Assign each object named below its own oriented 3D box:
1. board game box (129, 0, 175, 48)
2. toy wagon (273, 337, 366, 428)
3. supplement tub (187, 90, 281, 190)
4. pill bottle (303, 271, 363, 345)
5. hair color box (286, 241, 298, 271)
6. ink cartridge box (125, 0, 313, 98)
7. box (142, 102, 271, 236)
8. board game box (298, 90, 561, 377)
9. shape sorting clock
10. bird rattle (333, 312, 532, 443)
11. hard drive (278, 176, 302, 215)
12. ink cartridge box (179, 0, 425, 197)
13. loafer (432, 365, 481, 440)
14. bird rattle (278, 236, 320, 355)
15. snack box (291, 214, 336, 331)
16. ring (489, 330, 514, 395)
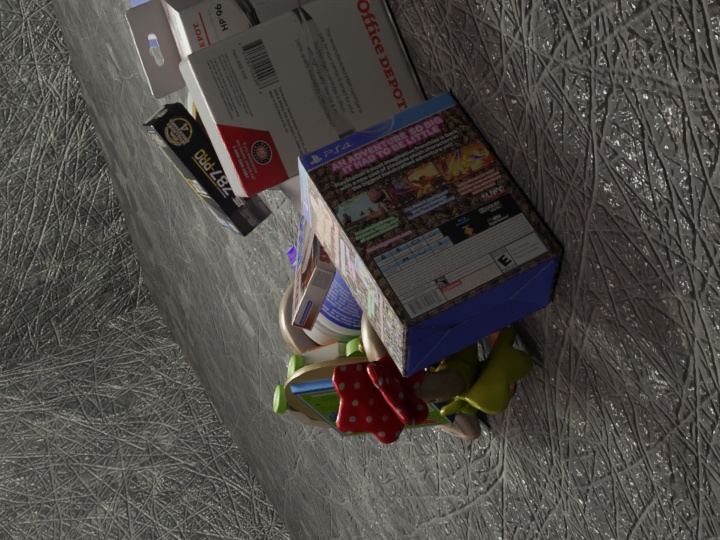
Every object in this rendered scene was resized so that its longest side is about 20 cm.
[{"bbox_3d":[-0.203,-0.383,1.574,0.043,0.199,0.201,0,120,36],"label":"board game box"},{"bbox_3d":[-0.007,0.123,1.572,0.200,0.154,0.040,117,157,-51],"label":"toy wagon"},{"bbox_3d":[-0.126,-0.188,1.703,0.200,0.144,0.145,38,150,61],"label":"supplement tub"},{"bbox_3d":[0.000,0.000,1.514,0.112,0.112,0.200,60,144,19],"label":"pill bottle"},{"bbox_3d":[0.004,0.040,1.687,0.201,0.109,0.065,64,164,2],"label":"hair color box"},{"bbox_3d":[-0.141,-0.260,1.520,0.068,0.199,0.117,45,157,53],"label":"ink cartridge box"},{"bbox_3d":[-0.181,-0.120,1.621,0.161,0.049,0.200,49,174,-13],"label":"box"},{"bbox_3d":[0.059,-0.035,1.262,0.201,0.159,0.097,58,165,27],"label":"board game box"},{"bbox_3d":[0.016,0.133,1.513,0.200,0.198,0.039,91,-177,-60],"label":"shape sorting clock"},{"bbox_3d":[0.056,0.086,1.381,0.113,0.199,0.164,129,132,-54],"label":"bird rattle"},{"bbox_3d":[-0.043,-0.107,1.519,0.131,0.026,0.200,3,147,35],"label":"hard drive"},{"bbox_3d":[-0.055,-0.177,1.360,0.145,0.199,0.084,67,169,-8],"label":"ink cartridge box"},{"bbox_3d":[0.084,0.160,1.694,0.063,0.072,0.200,61,165,-17],"label":"loafer"},{"bbox_3d":[-0.028,0.044,1.742,0.201,0.163,0.112,58,149,-10],"label":"bird rattle"},{"bbox_3d":[-0.045,-0.023,1.421,0.200,0.024,0.072,-91,20,-60],"label":"snack box"},{"bbox_3d":[0.108,0.054,1.521,0.201,0.019,0.201,58,165,25],"label":"ring"}]
